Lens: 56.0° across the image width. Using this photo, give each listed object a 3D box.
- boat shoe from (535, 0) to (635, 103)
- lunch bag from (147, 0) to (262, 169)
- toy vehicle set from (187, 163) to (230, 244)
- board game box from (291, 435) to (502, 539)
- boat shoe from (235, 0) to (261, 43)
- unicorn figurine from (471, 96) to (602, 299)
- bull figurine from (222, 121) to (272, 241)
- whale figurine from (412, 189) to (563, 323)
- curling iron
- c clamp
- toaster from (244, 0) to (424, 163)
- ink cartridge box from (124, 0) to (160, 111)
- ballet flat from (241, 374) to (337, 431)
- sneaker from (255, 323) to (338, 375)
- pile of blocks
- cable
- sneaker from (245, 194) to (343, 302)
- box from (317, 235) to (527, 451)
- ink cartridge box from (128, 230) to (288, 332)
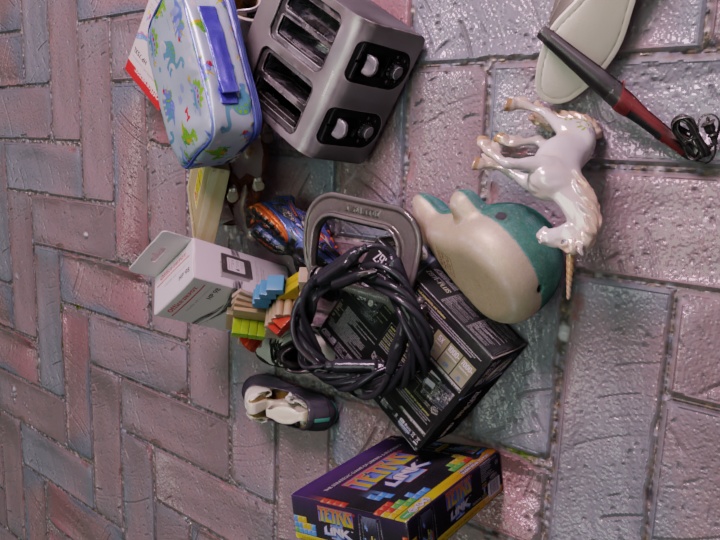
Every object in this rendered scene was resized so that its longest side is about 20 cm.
[{"bbox_3d":[0.225,-0.263,0.656,0.060,0.072,0.203,-92,19,-56],"label":"boat shoe"},{"bbox_3d":[-0.192,-0.234,0.831,0.161,0.082,0.201,-21,83,58],"label":"lunch bag"},{"bbox_3d":[-0.226,-0.133,0.995,0.200,0.026,0.125,-116,39,-54],"label":"toy vehicle set"},{"bbox_3d":[0.047,0.258,0.789,0.165,0.199,0.057,-2,97,38],"label":"board game box"},{"bbox_3d":[-0.154,-0.337,0.884,0.069,0.200,0.071,16,64,34],"label":"boat shoe"},{"bbox_3d":[0.179,-0.097,0.650,0.137,0.201,0.074,25,157,17],"label":"unicorn figurine"},{"bbox_3d":[-0.162,-0.142,0.964,0.121,0.065,0.202,-166,78,-75],"label":"bull figurine"},{"bbox_3d":[0.139,-0.032,0.746,0.200,0.103,0.160,41,160,50],"label":"whale figurine"},{"bbox_3d":[0.250,-0.169,0.634,0.200,0.026,0.050,39,142,9],"label":"curling iron"},{"bbox_3d":[0.000,0.000,0.789,0.199,0.027,0.172,23,110,34],"label":"c clamp"},{"bbox_3d":[-0.047,-0.259,0.840,0.200,0.118,0.181,44,120,26],"label":"toaster"},{"bbox_3d":[-0.299,-0.332,1.066,0.116,0.067,0.200,48,123,23],"label":"ink cartridge box"},{"bbox_3d":[-0.126,0.198,1.005,0.199,0.073,0.074,6,101,39],"label":"ballet flat"},{"bbox_3d":[-0.094,0.107,0.954,0.199,0.087,0.076,-8,93,41],"label":"sneaker"},{"bbox_3d":[-0.126,0.060,0.904,0.200,0.082,0.062,-37,41,41],"label":"pile of blocks"},{"bbox_3d":[-0.003,0.067,0.770,0.200,0.051,0.164,-35,88,38],"label":"cable"},{"bbox_3d":[-0.060,-0.036,0.915,0.200,0.078,0.075,42,146,8],"label":"sneaker"},{"bbox_3d":[0.067,0.081,0.818,0.200,0.086,0.164,47,122,25],"label":"box"},{"bbox_3d":[-0.213,0.024,0.960,0.116,0.199,0.067,-37,50,37],"label":"ink cartridge box"}]
